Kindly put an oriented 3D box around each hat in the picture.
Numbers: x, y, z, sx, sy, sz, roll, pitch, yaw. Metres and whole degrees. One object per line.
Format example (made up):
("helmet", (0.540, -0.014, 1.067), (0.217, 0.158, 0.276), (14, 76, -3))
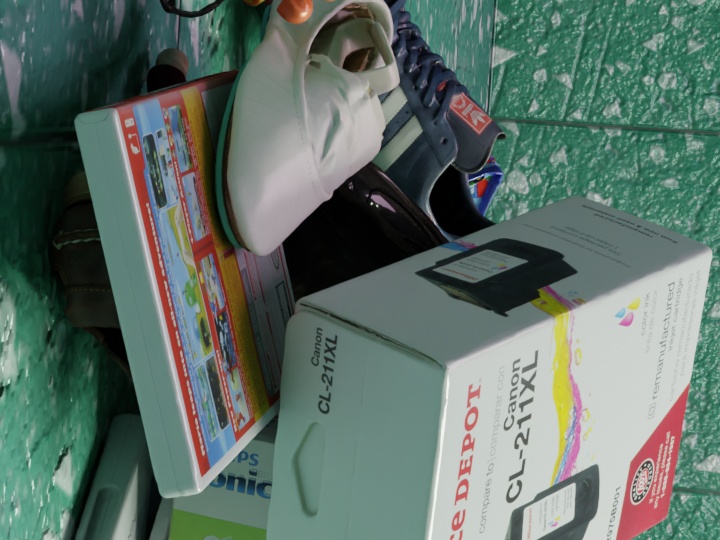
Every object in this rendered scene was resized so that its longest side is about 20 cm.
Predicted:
("hat", (0.000, 0.000, 1.100), (0.201, 0.081, 0.201), (49, 7, -8))

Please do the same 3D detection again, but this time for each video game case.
("video game case", (-0.115, 0.200, 1.024), (0.182, 0.022, 0.200), (-77, 169, -47))
("video game case", (-0.062, -0.003, 0.880), (0.200, 0.017, 0.143), (-42, 121, -76))

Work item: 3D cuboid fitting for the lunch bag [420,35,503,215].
("lunch bag", (0.014, -0.034, 1.490), (0.200, 0.094, 0.151), (98, -26, -43))

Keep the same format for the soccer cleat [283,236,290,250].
("soccer cleat", (-0.050, 0.037, 1.198), (0.068, 0.081, 0.200), (71, 24, -71))

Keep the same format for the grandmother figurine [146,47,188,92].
("grandmother figurine", (-0.076, -0.046, 1.042), (0.200, 0.061, 0.121), (-37, 105, -83))

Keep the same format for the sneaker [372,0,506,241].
("sneaker", (0.034, -0.096, 1.212), (0.075, 0.084, 0.200), (-48, 132, -48))

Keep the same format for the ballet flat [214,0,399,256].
("ballet flat", (-0.018, -0.075, 0.950), (0.200, 0.069, 0.070), (-79, 170, -60))

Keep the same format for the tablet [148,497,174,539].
("tablet", (-0.075, 0.146, 1.108), (0.200, 0.014, 0.130), (79, 25, -58))

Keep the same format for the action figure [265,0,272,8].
("action figure", (-0.036, -0.164, 1.055), (0.200, 0.065, 0.099), (41, 30, -65))

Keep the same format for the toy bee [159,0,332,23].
("toy bee", (-0.047, -0.161, 0.925), (0.131, 0.109, 0.200), (-49, 148, 3))

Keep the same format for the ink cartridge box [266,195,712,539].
("ink cartridge box", (0.058, 0.066, 0.966), (0.200, 0.083, 0.146), (-21, 125, -47))

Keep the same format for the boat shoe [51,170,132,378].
("boat shoe", (-0.087, 0.020, 0.958), (0.200, 0.070, 0.070), (48, 39, -68))

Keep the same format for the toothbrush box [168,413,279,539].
("toothbrush box", (-0.036, 0.160, 1.066), (0.146, 0.086, 0.200), (-31, 131, -72))
